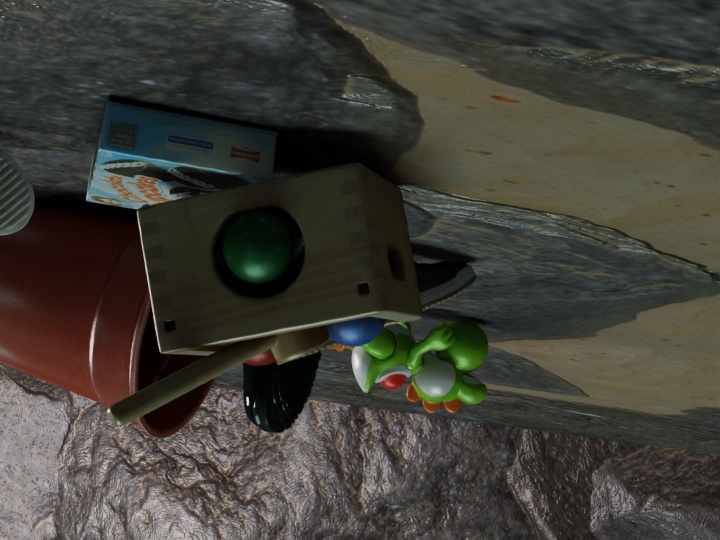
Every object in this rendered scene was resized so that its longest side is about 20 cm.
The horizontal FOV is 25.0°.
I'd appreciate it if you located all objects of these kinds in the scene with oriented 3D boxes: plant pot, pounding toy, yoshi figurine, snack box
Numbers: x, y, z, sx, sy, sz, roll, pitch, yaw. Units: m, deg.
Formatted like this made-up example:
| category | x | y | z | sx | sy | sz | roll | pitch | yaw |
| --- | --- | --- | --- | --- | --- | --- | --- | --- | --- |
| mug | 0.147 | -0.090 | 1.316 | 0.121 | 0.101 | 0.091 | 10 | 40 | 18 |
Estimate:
| category | x | y | z | sx | sy | sz | roll | pitch | yaw |
| --- | --- | --- | --- | --- | --- | --- | --- | --- | --- |
| plant pot | -0.241 | 0.029 | 1.472 | 0.195 | 0.201 | 0.201 | 15 | 173 | 17 |
| pounding toy | -0.066 | 0.018 | 1.112 | 0.184 | 0.143 | 0.200 | -11 | 175 | 11 |
| yoshi figurine | 0.062 | 0.079 | 1.836 | 0.200 | 0.113 | 0.112 | 25 | 127 | -13 |
| snack box | -0.132 | -0.073 | 1.157 | 0.116 | 0.037 | 0.200 | 9 | 171 | -10 |

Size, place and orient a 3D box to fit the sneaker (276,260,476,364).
| category | x | y | z | sx | sy | sz | roll | pitch | yaw |
| --- | --- | --- | --- | --- | --- | --- | --- | --- | --- |
| sneaker | 0.000 | 0.000 | 1.435 | 0.200 | 0.109 | 0.070 | -20 | 177 | -17 |

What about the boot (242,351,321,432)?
| category | x | y | z | sx | sy | sz | roll | pitch | yaw |
| --- | --- | --- | --- | --- | --- | --- | --- | --- | --- |
| boot | -0.125 | 0.070 | 1.594 | 0.168 | 0.200 | 0.077 | 2 | 139 | 22 |

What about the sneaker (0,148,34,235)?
| category | x | y | z | sx | sy | sz | roll | pitch | yaw |
| --- | --- | --- | --- | --- | --- | --- | --- | --- | --- |
| sneaker | -0.351 | -0.083 | 1.229 | 0.200 | 0.073 | 0.114 | 25 | 168 | -27 |
